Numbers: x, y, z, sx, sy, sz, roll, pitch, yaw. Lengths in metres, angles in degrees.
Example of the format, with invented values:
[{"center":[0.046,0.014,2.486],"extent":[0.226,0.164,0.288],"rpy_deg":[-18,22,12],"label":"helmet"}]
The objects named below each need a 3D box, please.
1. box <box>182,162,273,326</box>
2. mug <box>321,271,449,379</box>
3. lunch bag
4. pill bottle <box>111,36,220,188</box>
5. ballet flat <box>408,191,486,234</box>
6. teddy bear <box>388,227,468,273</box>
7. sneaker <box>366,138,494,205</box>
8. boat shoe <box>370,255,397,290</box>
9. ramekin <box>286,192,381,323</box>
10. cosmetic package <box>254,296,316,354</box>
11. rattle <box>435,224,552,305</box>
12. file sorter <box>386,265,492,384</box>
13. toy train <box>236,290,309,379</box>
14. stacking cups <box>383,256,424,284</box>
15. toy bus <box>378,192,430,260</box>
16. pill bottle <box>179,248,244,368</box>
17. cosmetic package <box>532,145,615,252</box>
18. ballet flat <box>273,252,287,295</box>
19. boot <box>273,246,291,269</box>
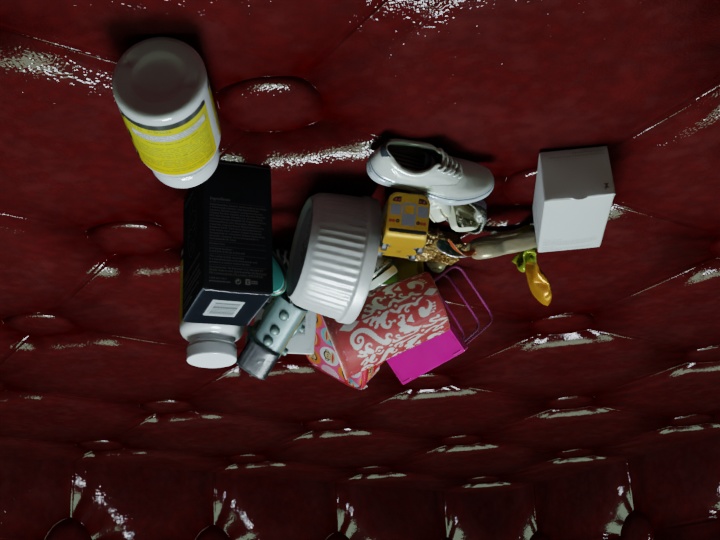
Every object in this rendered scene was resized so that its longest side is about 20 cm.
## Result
[{"center":[-0.200,-0.037,1.602],"extent":[0.106,0.203,0.148],"rpy_deg":[5,159,-20],"label":"box"},{"center":[0.041,0.085,1.857],"extent":[0.198,0.135,0.178],"rpy_deg":[-22,-176,-2],"label":"mug"},{"center":[-0.020,0.122,2.018],"extent":[0.175,0.082,0.202],"rpy_deg":[27,137,25],"label":"lunch bag"},{"center":[-0.234,-0.188,1.336],"extent":[0.113,0.116,0.200],"rpy_deg":[-2,158,-1],"label":"pill bottle"},{"center":[0.135,-0.102,1.658],"extent":[0.071,0.073,0.199],"rpy_deg":[-18,153,34],"label":"ballet flat"},{"center":[0.088,-0.042,1.805],"extent":[0.144,0.068,0.199],"rpy_deg":[-14,155,33],"label":"teddy bear"},{"center":[0.109,-0.142,1.546],"extent":[0.197,0.074,0.071],"rpy_deg":[6,160,-20],"label":"sneaker"},{"center":[0.002,-0.002,1.814],"extent":[0.072,0.061,0.201],"rpy_deg":[-37,-174,-18],"label":"boat shoe"},{"center":[-0.046,-0.026,1.667],"extent":[0.104,0.203,0.200],"rpy_deg":[12,156,-12],"label":"ramekin"},{"center":[-0.140,0.091,1.973],"extent":[0.080,0.115,0.200],"rpy_deg":[4,177,-17],"label":"cosmetic package"},{"center":[0.219,0.001,1.770],"extent":[0.129,0.145,0.199],"rpy_deg":[17,-155,40],"label":"rattle"},{"center":[0.132,0.098,2.026],"extent":[0.125,0.140,0.200],"rpy_deg":[-34,179,-41],"label":"file sorter"},{"center":[-0.135,0.089,1.794],"extent":[0.085,0.114,0.201],"rpy_deg":[33,107,-4],"label":"toy train"},{"center":[0.013,0.000,1.933],"extent":[0.197,0.061,0.061],"rpy_deg":[-3,159,16],"label":"stacking cups"},{"center":[0.062,-0.063,1.627],"extent":[0.064,0.079,0.200],"rpy_deg":[5,175,-2],"label":"toy bus"},{"center":[-0.253,0.058,1.834],"extent":[0.111,0.203,0.113],"rpy_deg":[-2,158,-1],"label":"pill bottle"},{"center":[0.323,-0.105,1.648],"extent":[0.106,0.086,0.200],"rpy_deg":[-4,158,3],"label":"cosmetic package"},{"center":[-0.190,-0.026,1.729],"extent":[0.199,0.068,0.070],"rpy_deg":[34,178,13],"label":"ballet flat"},{"center":[-0.132,-0.017,1.848],"extent":[0.089,0.074,0.200],"rpy_deg":[-12,166,19],"label":"boot"}]
